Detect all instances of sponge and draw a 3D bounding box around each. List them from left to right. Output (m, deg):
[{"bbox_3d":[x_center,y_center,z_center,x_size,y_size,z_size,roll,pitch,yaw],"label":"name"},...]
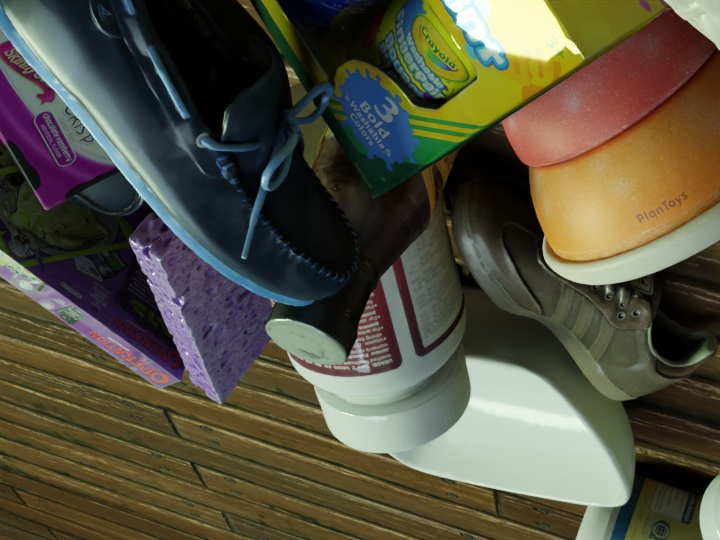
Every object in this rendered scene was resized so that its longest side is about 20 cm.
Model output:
[{"bbox_3d":[-0.082,-0.003,1.055,0.030,0.112,0.200,32,159,22],"label":"sponge"}]

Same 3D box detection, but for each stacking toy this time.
[{"bbox_3d":[0.099,-0.108,0.721,0.146,0.146,0.200,-14,117,53],"label":"stacking toy"}]

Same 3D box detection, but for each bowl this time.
[{"bbox_3d":[0.085,0.077,1.112,0.199,0.075,0.200,7,149,32],"label":"bowl"}]

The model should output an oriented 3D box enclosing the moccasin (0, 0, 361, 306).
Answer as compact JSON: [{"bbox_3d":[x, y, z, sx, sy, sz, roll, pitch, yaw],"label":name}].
[{"bbox_3d":[-0.058,-0.061,0.643,0.068,0.081,0.200,-29,127,25],"label":"moccasin"}]

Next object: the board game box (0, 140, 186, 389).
[{"bbox_3d":[-0.181,-0.024,1.092,0.032,0.120,0.200,-24,129,36],"label":"board game box"}]

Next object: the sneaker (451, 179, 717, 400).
[{"bbox_3d":[0.133,0.002,0.958,0.075,0.071,0.200,-22,135,32],"label":"sneaker"}]

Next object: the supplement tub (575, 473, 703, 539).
[{"bbox_3d":[0.251,0.241,1.204,0.199,0.145,0.145,18,154,13],"label":"supplement tub"}]

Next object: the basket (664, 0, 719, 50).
[{"bbox_3d":[0.136,-0.186,0.457,0.200,0.161,0.198,36,153,-21],"label":"basket"}]

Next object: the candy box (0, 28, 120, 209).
[{"bbox_3d":[-0.184,-0.147,0.798,0.200,0.061,0.137,57,172,31],"label":"candy box"}]

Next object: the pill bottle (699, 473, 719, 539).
[{"bbox_3d":[0.290,0.137,1.007,0.111,0.112,0.200,27,154,-7],"label":"pill bottle"}]

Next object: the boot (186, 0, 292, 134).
[{"bbox_3d":[-0.109,-0.136,0.760,0.200,0.064,0.187,45,158,52],"label":"boot"}]

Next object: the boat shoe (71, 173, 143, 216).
[{"bbox_3d":[-0.178,-0.094,1.004,0.062,0.075,0.200,51,169,41],"label":"boat shoe"}]

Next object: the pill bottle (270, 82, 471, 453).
[{"bbox_3d":[0.000,0.000,0.932,0.109,0.110,0.201,8,131,30],"label":"pill bottle"}]

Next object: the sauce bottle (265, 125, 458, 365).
[{"bbox_3d":[0.010,-0.050,0.782,0.066,0.201,0.066,19,157,9],"label":"sauce bottle"}]

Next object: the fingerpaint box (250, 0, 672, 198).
[{"bbox_3d":[0.011,-0.149,0.638,0.201,0.073,0.167,58,150,-2],"label":"fingerpaint box"}]
